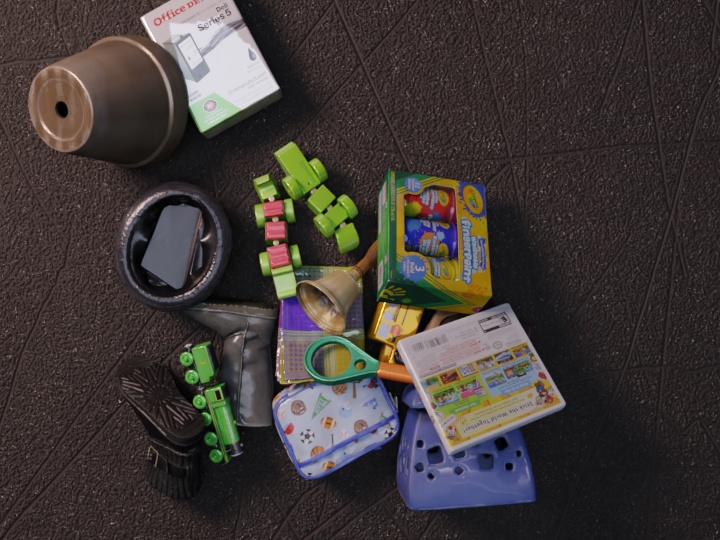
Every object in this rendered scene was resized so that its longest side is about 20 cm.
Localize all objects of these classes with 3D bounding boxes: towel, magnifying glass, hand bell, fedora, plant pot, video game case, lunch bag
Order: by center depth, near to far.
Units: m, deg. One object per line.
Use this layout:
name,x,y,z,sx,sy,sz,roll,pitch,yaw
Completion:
plant pot,-0.385,-0.243,1.142,0.197,0.173,0.204,7,108,21
video game case,0.178,0.155,1.147,0.197,0.023,0.184,-16,62,-19
magnifying glass,0.008,0.147,1.179,0.197,0.023,0.080,10,56,13
plant pot,0.156,0.264,1.224,0.196,0.200,0.183,-3,86,-2
fedora,-0.292,-0.038,1.232,0.197,0.092,0.204,0,93,-3
hand bell,0.000,0.000,1.237,0.104,0.104,0.200,50,61,-5
towel,-0.063,0.086,1.246,0.141,0.023,0.203,1,69,-1
lunch bag,-0.035,0.240,1.262,0.198,0.076,0.162,-24,93,-9

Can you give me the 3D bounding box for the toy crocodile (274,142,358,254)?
toy crocodile,-0.068,-0.117,1.253,0.067,0.062,0.201,-39,92,-13

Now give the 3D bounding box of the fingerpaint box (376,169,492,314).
fingerpaint box,0.113,-0.046,1.206,0.164,0.074,0.203,9,61,-12

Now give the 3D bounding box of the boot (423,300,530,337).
boot,0.181,0.123,1.236,0.165,0.073,0.201,29,56,0

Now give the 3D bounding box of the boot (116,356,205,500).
boot,-0.329,0.257,1.253,0.079,0.211,0.160,-21,139,-36

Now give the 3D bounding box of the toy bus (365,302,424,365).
toy bus,0.065,0.066,1.255,0.077,0.065,0.203,20,83,-5

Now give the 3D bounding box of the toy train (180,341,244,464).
toy train,-0.232,0.209,1.224,0.056,0.042,0.203,-15,97,9

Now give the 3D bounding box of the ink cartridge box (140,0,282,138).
ink cartridge box,-0.233,-0.336,1.223,0.144,0.084,0.202,-29,94,-1

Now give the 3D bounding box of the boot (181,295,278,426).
boot,-0.221,0.149,1.266,0.179,0.073,0.204,9,99,-1

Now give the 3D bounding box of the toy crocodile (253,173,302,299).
toy crocodile,-0.134,-0.055,1.246,0.066,0.062,0.204,-8,82,-2
